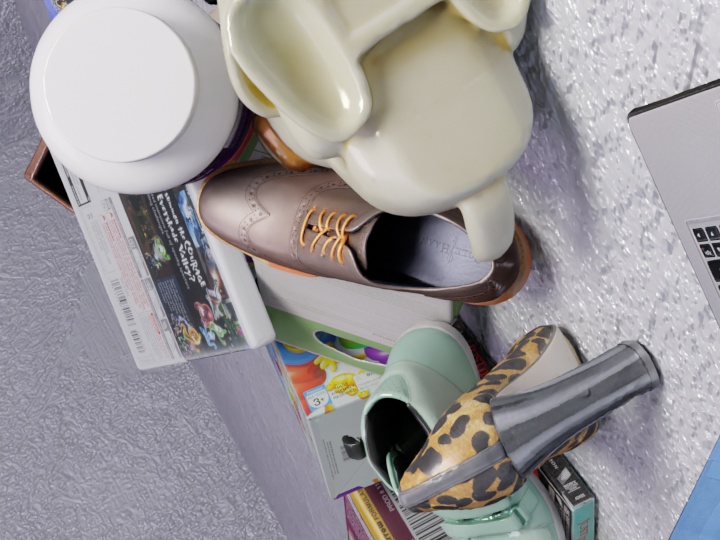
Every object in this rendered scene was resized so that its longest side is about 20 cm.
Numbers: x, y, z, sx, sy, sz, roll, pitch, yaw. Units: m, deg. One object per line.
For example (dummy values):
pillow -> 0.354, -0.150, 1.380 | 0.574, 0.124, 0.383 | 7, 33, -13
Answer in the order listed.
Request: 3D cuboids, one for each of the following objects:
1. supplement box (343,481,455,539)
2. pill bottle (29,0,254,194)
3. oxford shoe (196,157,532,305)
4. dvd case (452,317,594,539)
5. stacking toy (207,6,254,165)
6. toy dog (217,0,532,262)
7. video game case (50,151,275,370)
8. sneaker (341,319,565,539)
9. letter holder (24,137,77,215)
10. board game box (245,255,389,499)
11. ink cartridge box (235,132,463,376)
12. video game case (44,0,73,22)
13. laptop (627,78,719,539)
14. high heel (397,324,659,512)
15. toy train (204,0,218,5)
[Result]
supplement box -> 0.058, 0.235, 1.165 | 0.131, 0.103, 0.200 | 57, 165, 28
pill bottle -> -0.121, -0.101, 0.776 | 0.200, 0.112, 0.113 | -90, -25, -84
oxford shoe -> -0.007, -0.026, 0.761 | 0.073, 0.199, 0.072 | -4, -77, -72
dvd case -> 0.102, 0.128, 0.968 | 0.200, 0.022, 0.146 | 53, 163, 38
stacking toy -> -0.058, -0.099, 1.006 | 0.200, 0.146, 0.146 | 49, 172, -18
toy dog -> 0.010, -0.103, 0.692 | 0.194, 0.140, 0.200 | 49, 173, -17
video game case -> -0.147, -0.031, 0.971 | 0.182, 0.023, 0.201 | -14, 99, 55
sneaker -> 0.057, 0.141, 0.834 | 0.201, 0.074, 0.118 | 63, -153, -10
letter holder -> -0.145, -0.071, 1.130 | 0.142, 0.101, 0.200 | 34, -169, 32
board game box -> -0.016, 0.056, 1.064 | 0.105, 0.103, 0.200 | 78, 169, -46
ink cartridge box -> 0.000, 0.000, 0.893 | 0.145, 0.048, 0.200 | 18, 153, 15
video game case -> -0.169, -0.256, 0.975 | 0.045, 0.182, 0.200 | 13, 144, 19
laptop -> 0.130, 0.043, 0.476 | 0.201, 0.116, 0.187 | 65, 167, -4
high heel -> 0.067, 0.089, 0.754 | 0.072, 0.142, 0.200 | 62, 167, 4
toy train -> -0.089, -0.247, 0.797 | 0.200, 0.114, 0.085 | 61, -159, -1
